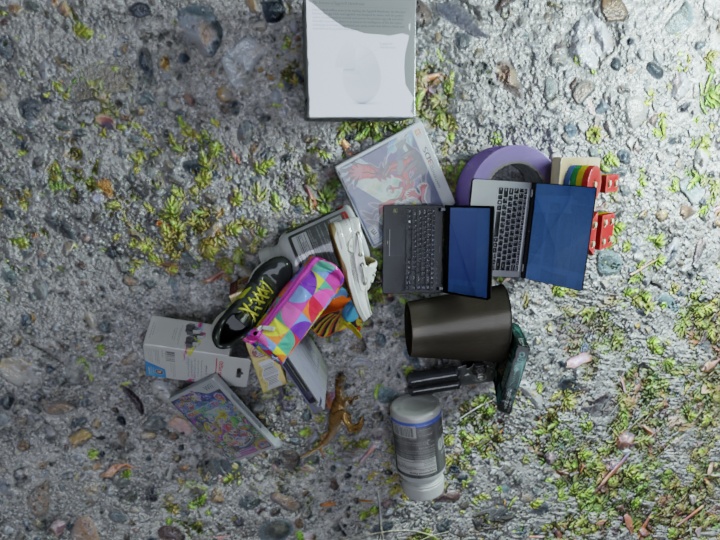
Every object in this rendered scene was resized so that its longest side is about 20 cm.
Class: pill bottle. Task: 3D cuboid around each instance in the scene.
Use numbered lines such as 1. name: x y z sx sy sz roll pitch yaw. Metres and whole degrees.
1. pill bottle: -0.090 -0.036 1.008 0.197 0.116 0.118 -24 104 -3
2. pill bottle: 0.128 0.383 1.129 0.111 0.114 0.205 -9 103 -7

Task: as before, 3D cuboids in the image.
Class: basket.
1. basket: 0.195 0.115 1.076 0.195 0.137 0.183 -2 129 -4

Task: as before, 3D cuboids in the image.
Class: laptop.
1. laptop: 0.146 -0.037 1.007 0.195 0.103 0.182 0 97 -7
2. laptop: 0.311 -0.070 0.978 0.195 0.116 0.192 2 101 -9

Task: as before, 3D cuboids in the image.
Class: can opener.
1. can opener: 0.199 0.228 1.147 0.195 0.067 0.054 -10 115 5

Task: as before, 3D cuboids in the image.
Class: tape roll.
1. tape roll: 0.299 -0.152 1.061 0.195 0.085 0.205 -2 101 -8

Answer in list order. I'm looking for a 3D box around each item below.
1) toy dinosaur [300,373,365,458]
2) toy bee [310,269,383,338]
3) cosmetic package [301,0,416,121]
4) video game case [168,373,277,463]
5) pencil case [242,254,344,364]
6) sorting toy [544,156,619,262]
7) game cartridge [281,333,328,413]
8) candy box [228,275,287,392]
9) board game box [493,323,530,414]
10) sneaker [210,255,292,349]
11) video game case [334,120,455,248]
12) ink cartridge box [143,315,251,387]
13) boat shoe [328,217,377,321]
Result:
1. toy dinosaur: -0.047 0.325 1.129 0.104 0.060 0.204 18 94 13
2. toy bee: -0.023 0.092 1.051 0.196 0.132 0.110 -11 128 -17
3. cosmetic package: -0.006 -0.380 0.946 0.195 0.123 0.205 -2 103 -8
4. video game case: -0.279 0.306 1.058 0.142 0.018 0.201 -26 111 28
5. pencil case: -0.111 0.066 0.894 0.088 0.088 0.201 43 68 -15
6. sorting toy: 0.453 -0.123 1.045 0.196 0.069 0.205 -12 107 -44
7. game cartridge: -0.122 0.165 1.021 0.038 0.130 0.202 -23 118 10
8. candy box: -0.201 0.121 1.021 0.055 0.117 0.204 -20 104 -8
9. board game box: 0.310 0.196 1.077 0.028 0.200 0.138 15 100 9
10. sneaker: -0.186 0.064 0.910 0.074 0.085 0.201 39 90 -16
11. video game case: 0.072 -0.173 1.053 0.197 0.023 0.185 -28 104 -2
12. ink cartridge box: -0.311 0.161 1.012 0.196 0.069 0.116 10 138 -11
13. boat shoe: 0.000 0.000 0.944 0.068 0.071 0.203 -20 118 -8
